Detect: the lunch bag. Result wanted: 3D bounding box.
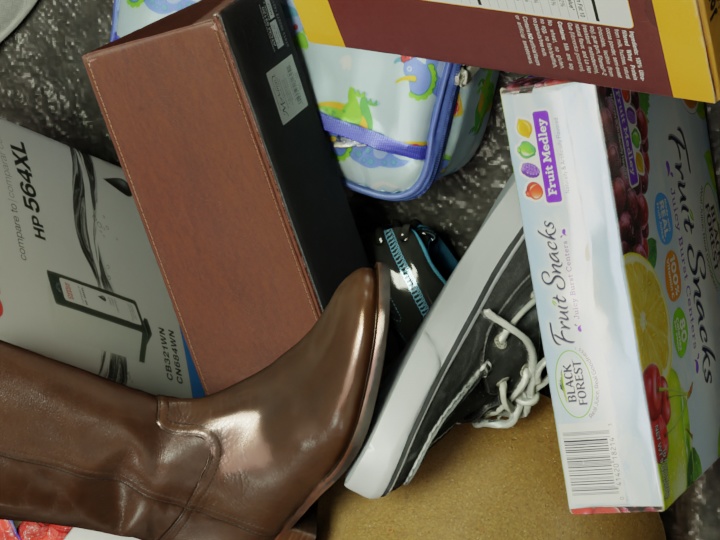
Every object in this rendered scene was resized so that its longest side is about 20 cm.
[{"bbox_3d":[-0.025,-0.129,1.358,0.199,0.082,0.162,22,115,20],"label":"lunch bag"}]

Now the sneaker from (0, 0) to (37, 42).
[{"bbox_3d":[-0.266,-0.145,1.472,0.199,0.071,0.100,-29,56,7],"label":"sneaker"}]

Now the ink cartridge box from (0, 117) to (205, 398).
[{"bbox_3d":[-0.162,0.014,1.367,0.084,0.199,0.147,-33,57,28],"label":"ink cartridge box"}]

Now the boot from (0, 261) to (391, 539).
[{"bbox_3d":[-0.100,0.053,1.249,0.199,0.064,0.187,18,112,-10],"label":"boot"}]

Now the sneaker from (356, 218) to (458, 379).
[{"bbox_3d":[0.000,0.000,1.390,0.199,0.073,0.082,27,110,5],"label":"sneaker"}]

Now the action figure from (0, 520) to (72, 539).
[{"bbox_3d":[-0.189,0.146,1.489,0.200,0.065,0.100,129,135,-54],"label":"action figure"}]

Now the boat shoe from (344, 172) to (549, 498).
[{"bbox_3d":[0.060,0.038,1.296,0.068,0.200,0.074,32,141,1],"label":"boat shoe"}]

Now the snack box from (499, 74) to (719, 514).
[{"bbox_3d":[0.128,-0.002,1.282,0.053,0.142,0.201,-5,101,25],"label":"snack box"}]

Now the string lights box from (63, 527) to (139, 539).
[{"bbox_3d":[-0.106,0.196,1.421,0.102,0.200,0.059,35,74,13],"label":"string lights box"}]

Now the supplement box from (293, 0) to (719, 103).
[{"bbox_3d":[0.085,-0.203,1.200,0.199,0.198,0.133,11,149,23],"label":"supplement box"}]

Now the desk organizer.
[{"bbox_3d":[-0.056,-0.031,1.313,0.077,0.072,0.201,-12,106,23],"label":"desk organizer"}]

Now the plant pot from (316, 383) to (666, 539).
[{"bbox_3d":[0.029,0.182,1.316,0.185,0.200,0.187,15,130,18],"label":"plant pot"}]
